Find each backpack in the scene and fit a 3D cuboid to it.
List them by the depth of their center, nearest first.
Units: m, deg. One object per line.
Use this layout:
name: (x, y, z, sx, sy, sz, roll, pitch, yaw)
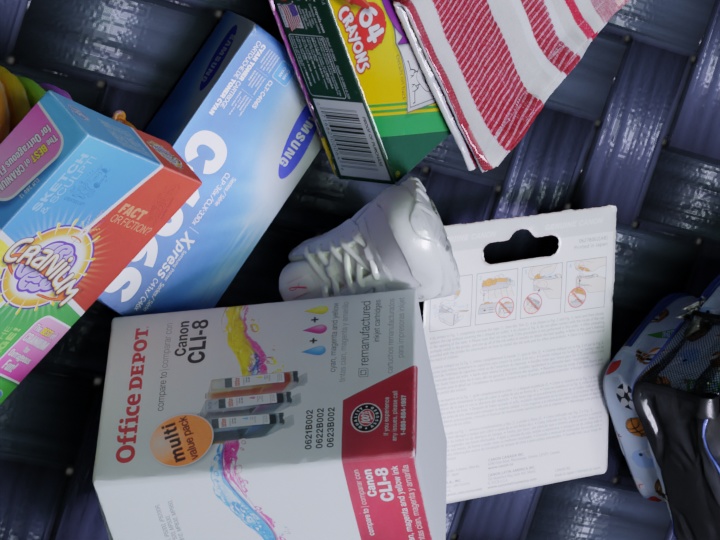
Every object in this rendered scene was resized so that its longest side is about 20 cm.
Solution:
backpack: (0.277, 0.091, 1.875, 0.190, 0.154, 0.200, -43, 135, -26)

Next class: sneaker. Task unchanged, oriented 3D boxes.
sneaker: (0.000, 0.000, 1.675, 0.099, 0.200, 0.078, -20, 82, -14)

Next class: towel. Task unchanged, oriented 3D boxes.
towel: (0.103, -0.178, 1.701, 0.200, 0.023, 0.144, -51, 129, -33)

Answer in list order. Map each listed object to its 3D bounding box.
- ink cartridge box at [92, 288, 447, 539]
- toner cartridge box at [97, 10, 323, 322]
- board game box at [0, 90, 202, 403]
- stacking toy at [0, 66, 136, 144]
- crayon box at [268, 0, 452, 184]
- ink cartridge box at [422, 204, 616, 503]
ink cartridge box: (-0.053, 0.117, 1.634, 0.199, 0.146, 0.145, -6, 134, 7)
toner cartridge box: (-0.100, -0.056, 1.677, 0.095, 0.043, 0.200, 35, 86, -36)
board game box: (-0.203, -0.007, 1.560, 0.200, 0.040, 0.153, -47, 158, 10)
stacking toy: (-0.211, -0.079, 1.582, 0.200, 0.110, 0.116, 4, 103, -43)
crayon box: (0.024, -0.185, 1.668, 0.173, 0.058, 0.200, -42, 125, -35)
ink cartridge box: (0.100, 0.056, 1.834, 0.161, 0.050, 0.201, -8, 105, -28)
